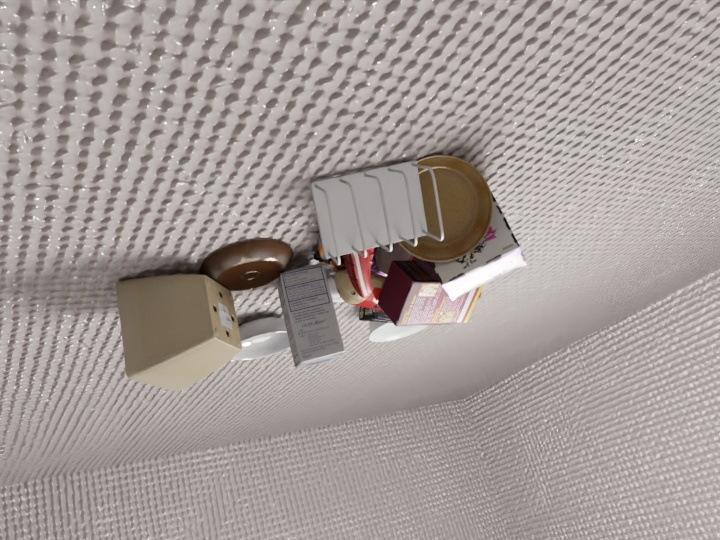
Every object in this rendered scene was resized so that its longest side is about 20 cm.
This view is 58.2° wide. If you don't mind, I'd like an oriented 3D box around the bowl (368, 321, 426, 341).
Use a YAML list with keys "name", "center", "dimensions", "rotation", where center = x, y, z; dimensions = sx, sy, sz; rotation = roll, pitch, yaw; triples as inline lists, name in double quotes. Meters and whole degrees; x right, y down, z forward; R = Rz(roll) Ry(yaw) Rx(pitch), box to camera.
- name: "bowl"
  center: [0.106, 0.127, 1.866]
  dimensions: [0.199, 0.091, 0.201]
  rotation: [-14, 158, -6]

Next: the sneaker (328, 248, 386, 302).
- name: "sneaker"
  center: [0.000, -0.001, 1.517]
  dimensions: [0.199, 0.073, 0.115]
  rotation: [-23, 156, -11]

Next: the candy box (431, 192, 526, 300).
- name: "candy box"
  center: [0.212, -0.068, 1.292]
  dimensions: [0.166, 0.201, 0.072]
  rotation: [-26, 144, 10]

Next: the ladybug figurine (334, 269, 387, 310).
- name: "ladybug figurine"
  center: [0.023, 0.047, 1.425]
  dimensions: [0.135, 0.073, 0.199]
  rotation: [4, 173, 43]

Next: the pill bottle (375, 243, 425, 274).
- name: "pill bottle"
  center: [0.137, -0.018, 1.455]
  dimensions: [0.113, 0.115, 0.199]
  rotation: [-31, 142, 33]

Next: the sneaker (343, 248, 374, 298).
- name: "sneaker"
  center: [0.024, -0.054, 1.240]
  dimensions: [0.114, 0.202, 0.078]
  rotation: [-16, -165, -13]

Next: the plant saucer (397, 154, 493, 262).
- name: "plant saucer"
  center: [0.149, -0.118, 1.222]
  dimensions: [0.198, 0.202, 0.035]
  rotation: [-21, -167, 9]

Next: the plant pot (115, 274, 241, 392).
- name: "plant pot"
  center: [-0.356, 0.113, 1.321]
  dimensions: [0.175, 0.202, 0.200]
  rotation: [-19, 159, 8]

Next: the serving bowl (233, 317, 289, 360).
- name: "serving bowl"
  center: [-0.267, 0.173, 1.728]
  dimensions: [0.198, 0.066, 0.200]
  rotation: [-16, 158, -6]

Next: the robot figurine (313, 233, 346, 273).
- name: "robot figurine"
  center: [-0.031, -0.051, 1.369]
  dimensions: [0.143, 0.059, 0.200]
  rotation: [-15, 158, -4]

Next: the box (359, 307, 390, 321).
- name: "box"
  center: [0.113, 0.111, 1.666]
  dimensions: [0.198, 0.050, 0.161]
  rotation: [6, 170, -18]

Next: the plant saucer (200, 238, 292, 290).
- name: "plant saucer"
  center: [-0.235, -0.003, 1.365]
  dimensions: [0.198, 0.037, 0.201]
  rotation: [-16, 159, -6]

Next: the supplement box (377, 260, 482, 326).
- name: "supplement box"
  center: [0.149, 0.047, 1.370]
  dimensions: [0.198, 0.086, 0.111]
  rotation: [1, 121, -33]

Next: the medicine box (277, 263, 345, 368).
- name: "medicine box"
  center: [-0.115, 0.107, 1.452]
  dimensions: [0.102, 0.202, 0.182]
  rotation: [-12, 170, -11]

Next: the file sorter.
- name: "file sorter"
  center: [0.029, -0.100, 1.126]
  dimensions: [0.198, 0.140, 0.125]
  rotation: [-13, -166, -9]
